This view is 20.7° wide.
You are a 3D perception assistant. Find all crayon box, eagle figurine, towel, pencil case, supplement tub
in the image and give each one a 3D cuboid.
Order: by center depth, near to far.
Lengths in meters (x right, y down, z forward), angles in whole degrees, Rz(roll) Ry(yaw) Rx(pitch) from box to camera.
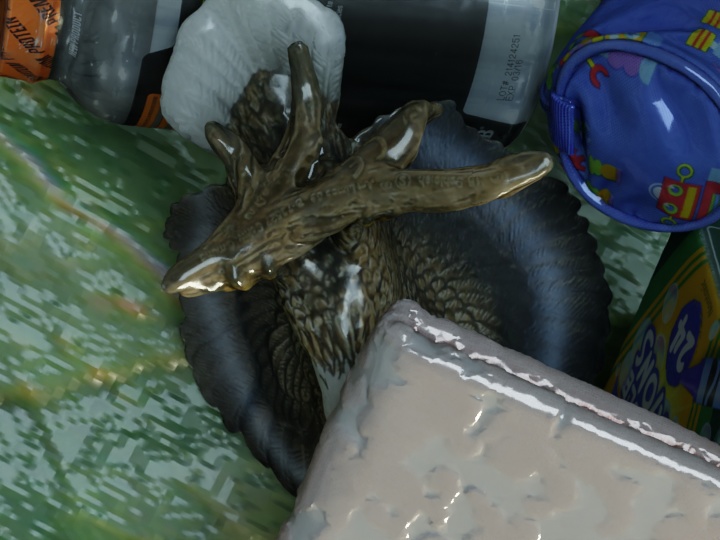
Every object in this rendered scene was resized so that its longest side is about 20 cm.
[{"bbox_3d":[0.058,0.124,0.661,0.189,0.032,0.201,23,121,-2],"label":"towel"},{"bbox_3d":[-0.002,0.007,0.706,0.151,0.200,0.152,25,83,19],"label":"eagle figurine"},{"bbox_3d":[0.115,0.092,0.726,0.051,0.126,0.201,13,121,-8],"label":"crayon box"},{"bbox_3d":[-0.034,-0.111,0.739,0.198,0.122,0.124,5,87,-15],"label":"supplement tub"},{"bbox_3d":[0.130,-0.098,0.755,0.086,0.200,0.079,8,128,21],"label":"pencil case"}]
